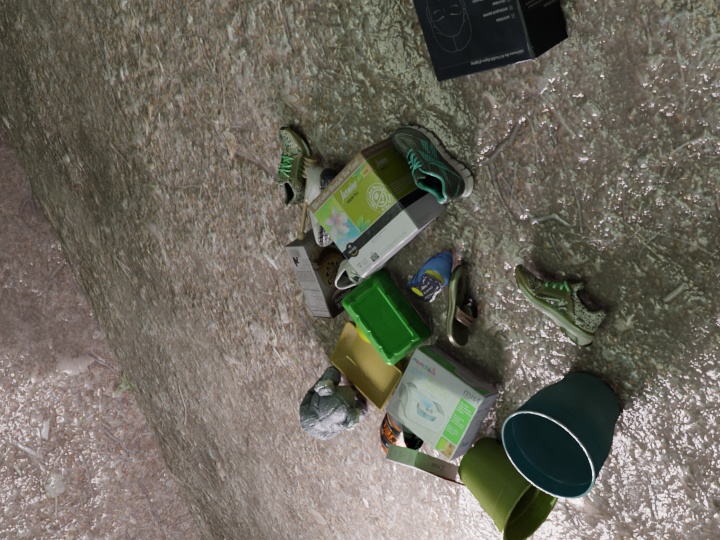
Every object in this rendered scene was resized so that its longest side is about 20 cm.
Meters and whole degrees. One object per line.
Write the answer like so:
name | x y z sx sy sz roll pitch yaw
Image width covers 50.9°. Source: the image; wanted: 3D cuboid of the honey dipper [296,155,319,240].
honey dipper | -0.126 -0.167 1.785 0.038 0.038 0.203 23 114 34

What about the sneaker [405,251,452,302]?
sneaker | 0.157 0.013 1.660 0.065 0.079 0.200 33 160 -2

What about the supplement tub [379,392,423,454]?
supplement tub | 0.118 0.392 1.931 0.122 0.122 0.201 38 140 20

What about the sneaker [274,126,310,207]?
sneaker | -0.165 -0.236 1.782 0.076 0.088 0.203 13 127 41

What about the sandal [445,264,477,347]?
sandal | 0.222 0.084 1.624 0.057 0.080 0.203 12 127 24

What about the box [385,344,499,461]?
box | 0.189 0.301 1.745 0.199 0.096 0.178 35 109 28

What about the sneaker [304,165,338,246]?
sneaker | -0.088 -0.151 1.741 0.087 0.074 0.203 32 132 42

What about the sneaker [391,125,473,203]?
sneaker | 0.128 -0.207 1.484 0.200 0.091 0.078 41 140 17

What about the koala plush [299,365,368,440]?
koala plush | -0.069 0.365 2.030 0.178 0.183 0.200 51 158 1

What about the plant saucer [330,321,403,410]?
plant saucer | 0.025 0.240 1.978 0.200 0.048 0.201 43 142 16

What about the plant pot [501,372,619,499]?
plant pot | 0.413 0.308 1.492 0.199 0.187 0.202 28 135 31

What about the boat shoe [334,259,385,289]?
boat shoe | 0.000 0.000 1.765 0.073 0.066 0.200 32 153 -11

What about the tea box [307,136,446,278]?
tea box | 0.033 -0.132 1.583 0.198 0.133 0.200 52 130 4

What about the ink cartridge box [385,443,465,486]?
ink cartridge box | 0.186 0.482 1.852 0.174 0.045 0.199 7 163 41

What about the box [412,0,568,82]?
box | 0.199 -0.430 1.209 0.198 0.123 0.199 1 117 46

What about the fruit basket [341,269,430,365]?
fruit basket | 0.054 0.117 1.809 0.217 0.155 0.216 52 -174 -8

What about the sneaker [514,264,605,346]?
sneaker | 0.382 0.046 1.432 0.200 0.077 0.089 43 114 15

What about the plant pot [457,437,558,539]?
plant pot | 0.329 0.490 1.746 0.189 0.198 0.202 34 140 42

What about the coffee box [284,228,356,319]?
coffee box | -0.091 0.005 1.869 0.079 0.113 0.202 0 119 47
